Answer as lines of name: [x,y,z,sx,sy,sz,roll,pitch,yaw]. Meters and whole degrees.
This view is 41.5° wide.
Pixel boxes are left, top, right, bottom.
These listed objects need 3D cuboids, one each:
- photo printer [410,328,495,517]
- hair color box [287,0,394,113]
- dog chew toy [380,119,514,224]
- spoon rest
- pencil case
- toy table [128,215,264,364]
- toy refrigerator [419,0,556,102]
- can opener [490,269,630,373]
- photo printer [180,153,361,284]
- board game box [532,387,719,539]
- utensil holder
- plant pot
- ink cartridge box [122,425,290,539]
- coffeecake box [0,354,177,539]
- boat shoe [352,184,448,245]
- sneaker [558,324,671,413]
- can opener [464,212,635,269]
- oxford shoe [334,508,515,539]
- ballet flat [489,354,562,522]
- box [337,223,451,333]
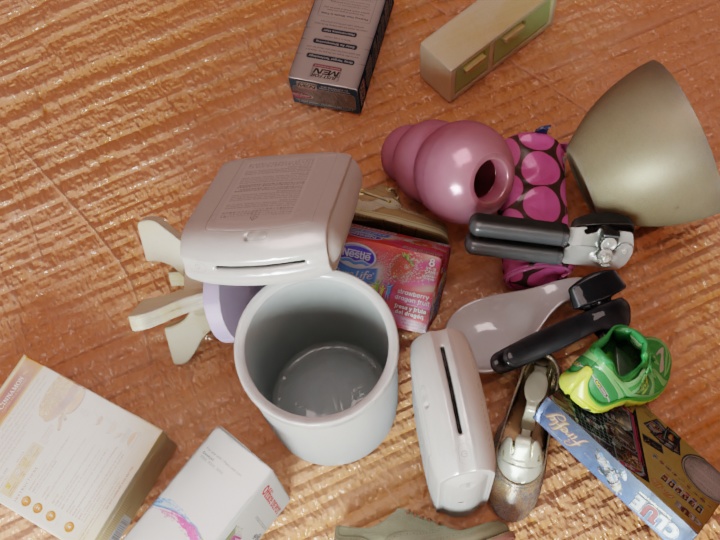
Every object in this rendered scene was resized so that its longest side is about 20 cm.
photo printer: [0.096,0.162,1.016,0.069,0.200,0.167,-10,64,-1]
hair color box: [-0.024,-0.323,1.324,0.100,0.061,0.201,12,66,10]
dog chew toy: [0.097,-0.132,1.181,0.125,0.125,0.200,-44,36,-15]
spoon rest: [0.194,0.057,1.131,0.199,0.061,0.100,-23,54,-9]
pencil case: [0.218,-0.075,1.182,0.093,0.091,0.201,3,67,-5]
toy table: [-0.186,0.020,1.127,0.117,0.200,0.185,-6,98,12]
toy refrigerator: [0.178,-0.323,1.303,0.200,0.076,0.070,-38,68,-14]
can opener: [0.228,0.069,1.078,0.200,0.063,0.079,-26,73,-23]
photo printer: [-0.092,-0.053,1.006,0.166,0.070,0.200,-3,30,11]
board game box: [0.297,0.196,1.034,0.200,0.035,0.135,44,33,21]
utensil holder: [-0.040,0.116,1.046,0.169,0.200,0.171,-1,65,2]
plant pot: [0.329,-0.133,1.152,0.134,0.200,0.201,-24,65,8]
ink cartridge box: [-0.172,0.281,1.008,0.085,0.145,0.200,33,72,17]
coffeecake box: [-0.340,0.213,1.091,0.199,0.073,0.154,25,69,14]
boat shoe: [0.020,-0.076,1.200,0.199,0.074,0.067,15,63,5]
sneaker: [0.300,0.104,1.053,0.200,0.084,0.074,-10,49,-49]
can opener: [0.220,-0.037,1.103,0.199,0.053,0.067,4,35,-6]
oxford shoe: [0.066,0.289,1.031,0.199,0.071,0.074,-10,62,-1]
ballet flat: [0.185,0.180,1.074,0.068,0.067,0.201,11,67,9]
box: [0.000,0.000,1.135,0.199,0.100,0.096,13,102,10]
